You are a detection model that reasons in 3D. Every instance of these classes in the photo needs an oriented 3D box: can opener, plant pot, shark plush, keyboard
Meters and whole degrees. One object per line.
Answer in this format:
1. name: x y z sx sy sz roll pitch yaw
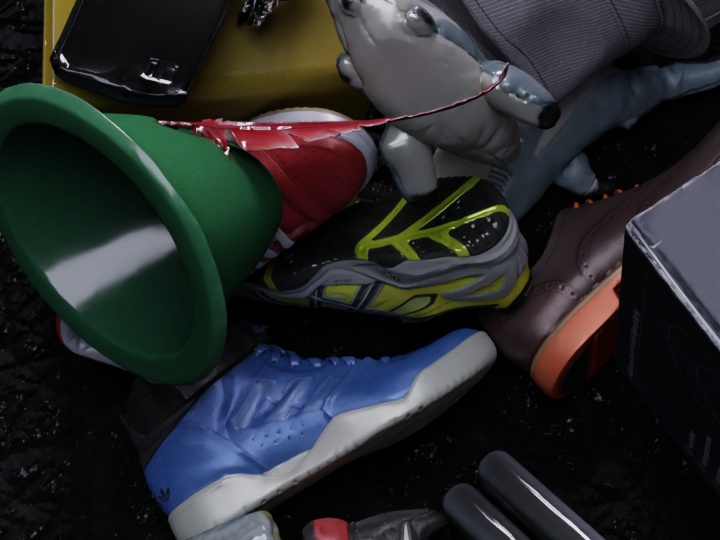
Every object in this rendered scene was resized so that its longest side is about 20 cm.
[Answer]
1. can opener: 0.127 0.178 1.535 0.053 0.067 0.200 -42 59 -11
2. plant pot: -0.084 -0.146 1.599 0.176 0.200 0.201 1 72 -8
3. shark plush: 0.012 -0.118 1.482 0.200 0.083 0.091 38 115 -20
4. keyboard: -0.076 -0.162 1.500 0.104 0.040 0.200 18 66 12
5. shark plush: 0.112 -0.072 1.636 0.200 0.091 0.083 -26 93 -21

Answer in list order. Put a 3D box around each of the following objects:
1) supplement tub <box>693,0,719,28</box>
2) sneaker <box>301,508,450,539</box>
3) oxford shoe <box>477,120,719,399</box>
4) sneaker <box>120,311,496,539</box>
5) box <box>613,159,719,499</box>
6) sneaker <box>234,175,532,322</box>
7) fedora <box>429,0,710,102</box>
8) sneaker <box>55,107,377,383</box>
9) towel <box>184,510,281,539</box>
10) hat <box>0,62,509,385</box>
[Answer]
1. supplement tub: 0.160 -0.223 1.597 0.132 0.200 0.132 -1 70 4
2. sneaker: 0.038 0.210 1.513 0.098 0.071 0.201 -20 68 0
3. oxford shoe: 0.147 -0.025 1.595 0.073 0.071 0.200 40 78 22
4. sneaker: -0.034 0.056 1.573 0.200 0.077 0.111 -30 79 0
5. box: 0.233 0.055 1.486 0.124 0.200 0.197 -35 71 -10
6. sneaker: 0.000 0.000 1.584 0.200 0.076 0.076 1 51 34
7. fedora: 0.082 -0.156 1.543 0.090 0.177 0.200 -44 112 -11
8. sneaker: -0.079 -0.009 1.528 0.200 0.071 0.113 -24 30 38
9. towel: -0.092 0.247 1.512 0.171 0.048 0.200 -22 75 3
10. hat: -0.064 -0.052 1.473 0.200 0.166 0.176 36 54 25
